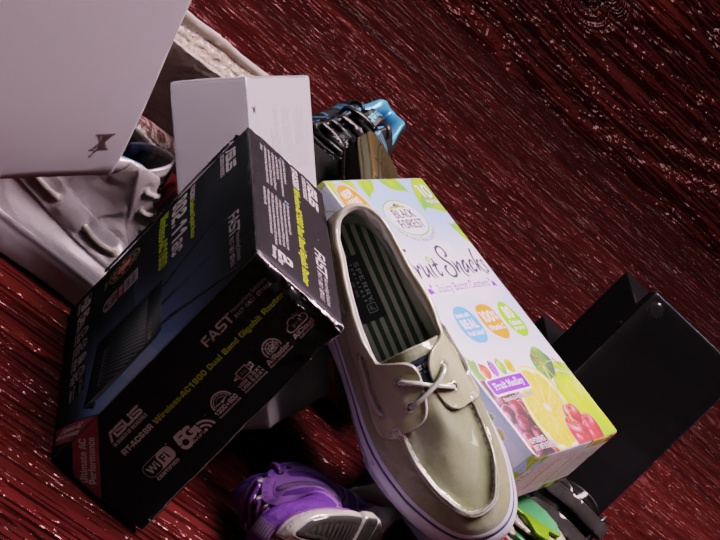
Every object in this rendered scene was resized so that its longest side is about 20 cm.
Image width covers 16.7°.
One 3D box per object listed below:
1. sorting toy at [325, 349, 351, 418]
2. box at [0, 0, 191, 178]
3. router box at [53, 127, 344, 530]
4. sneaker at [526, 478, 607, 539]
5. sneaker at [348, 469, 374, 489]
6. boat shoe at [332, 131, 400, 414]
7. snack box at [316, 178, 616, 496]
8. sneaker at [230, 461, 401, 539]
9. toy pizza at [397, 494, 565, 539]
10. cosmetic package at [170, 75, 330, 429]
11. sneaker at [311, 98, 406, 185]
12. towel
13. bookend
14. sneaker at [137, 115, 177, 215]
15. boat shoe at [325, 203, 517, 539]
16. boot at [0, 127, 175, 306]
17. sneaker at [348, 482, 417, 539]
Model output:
[{"bbox_3d":[-0.028,0.016,1.689,0.199,0.070,0.200,49,12,7],"label":"sorting toy"},{"bbox_3d":[-0.197,-0.156,1.214,0.198,0.200,0.131,-5,47,-39],"label":"box"},{"bbox_3d":[-0.085,0.025,1.273,0.062,0.150,0.200,42,13,-18],"label":"router box"},{"bbox_3d":[0.108,0.184,1.548,0.071,0.099,0.200,45,13,-13],"label":"sneaker"},{"bbox_3d":[0.053,0.117,1.582,0.076,0.091,0.200,34,10,2],"label":"sneaker"},{"bbox_3d":[0.000,0.001,1.554,0.072,0.066,0.202,49,26,-51],"label":"boat shoe"},{"bbox_3d":[0.051,0.038,1.425,0.200,0.053,0.142,52,20,14],"label":"snack box"},{"bbox_3d":[-0.039,0.141,1.294,0.083,0.081,0.200,34,1,8],"label":"sneaker"},{"bbox_3d":[0.096,0.167,1.394,0.200,0.032,0.200,40,10,-8],"label":"toy pizza"},{"bbox_3d":[-0.063,-0.015,1.449,0.151,0.051,0.201,-22,108,-79],"label":"cosmetic package"},{"bbox_3d":[-0.025,-0.085,1.661,0.073,0.082,0.200,49,13,2],"label":"sneaker"},{"bbox_3d":[-0.159,-0.139,1.619,0.200,0.132,0.035,36,51,-44],"label":"towel"},{"bbox_3d":[0.173,0.087,1.842,0.092,0.199,0.200,42,12,-11],"label":"bookend"},{"bbox_3d":[-0.150,-0.067,1.536,0.201,0.071,0.098,49,12,1],"label":"sneaker"},{"bbox_3d":[0.023,0.058,1.312,0.201,0.072,0.062,61,-15,13],"label":"boat shoe"},{"bbox_3d":[-0.134,-0.025,1.396,0.200,0.096,0.074,36,16,-40],"label":"boot"},{"bbox_3d":[0.055,0.202,1.398,0.090,0.075,0.200,20,22,-51],"label":"sneaker"}]
